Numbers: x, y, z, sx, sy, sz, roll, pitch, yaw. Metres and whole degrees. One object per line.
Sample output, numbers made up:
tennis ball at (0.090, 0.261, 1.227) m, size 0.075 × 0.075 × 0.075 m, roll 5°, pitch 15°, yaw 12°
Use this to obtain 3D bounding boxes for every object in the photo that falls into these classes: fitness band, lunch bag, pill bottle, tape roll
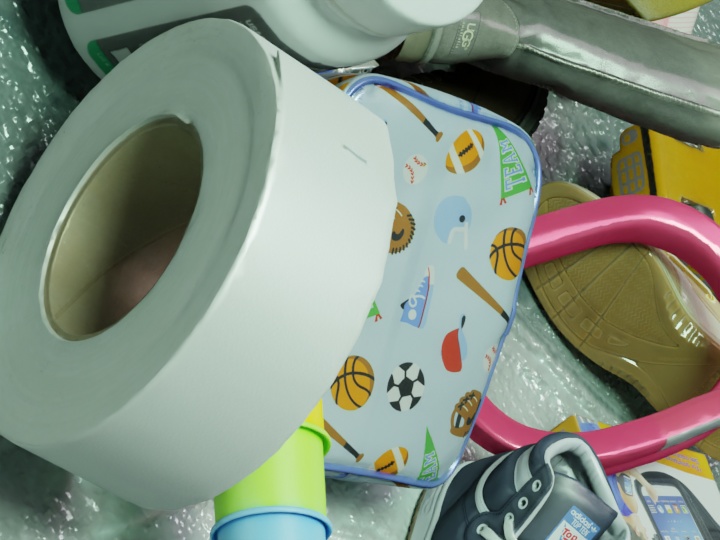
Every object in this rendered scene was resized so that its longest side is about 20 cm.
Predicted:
fitness band at (0.127, 0.035, 1.307) m, size 0.199 × 0.037 × 0.144 m, roll -16°, pitch 68°, yaw -21°
lunch bag at (0.000, 0.000, 1.167) m, size 0.159 × 0.075 × 0.202 m, roll 14°, pitch 88°, yaw -41°
pill bottle at (-0.038, -0.142, 1.099) m, size 0.113 × 0.199 × 0.114 m, roll 4°, pitch 83°, yaw -43°
tape roll at (-0.077, -0.004, 1.037) m, size 0.071 × 0.202 × 0.204 m, roll 32°, pitch 49°, yaw -33°

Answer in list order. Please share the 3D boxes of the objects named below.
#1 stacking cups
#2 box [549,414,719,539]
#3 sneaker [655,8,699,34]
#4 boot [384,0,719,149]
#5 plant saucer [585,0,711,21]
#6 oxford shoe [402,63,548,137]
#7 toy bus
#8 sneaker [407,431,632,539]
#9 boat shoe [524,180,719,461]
stacking cups at (-0.032, 0.128, 1.031) m, size 0.060 × 0.060 × 0.202 m, roll 19°, pitch 53°, yaw -41°
box at (0.169, 0.179, 1.304) m, size 0.119 × 0.041 × 0.201 m, roll 19°, pitch 41°, yaw -42°
sneaker at (0.151, -0.205, 1.498) m, size 0.104 × 0.075 × 0.202 m, roll 1°, pitch 77°, yaw -43°
boot at (0.094, -0.133, 1.304) m, size 0.198 × 0.073 × 0.182 m, roll 6°, pitch 29°, yaw -20°
plant saucer at (0.081, -0.198, 1.324) m, size 0.200 × 0.199 × 0.049 m, roll 36°, pitch 76°, yaw -53°
oxford shoe at (0.048, -0.086, 1.325) m, size 0.084 × 0.073 × 0.201 m, roll 42°, pitch 42°, yaw -16°
toy bus at (0.219, -0.028, 1.477) m, size 0.199 × 0.078 × 0.066 m, roll 19°, pitch 58°, yaw -41°
sneaker at (0.068, 0.164, 1.181) m, size 0.070 × 0.108 × 0.201 m, roll 39°, pitch 45°, yaw -27°
boat shoe at (0.164, 0.025, 1.403) m, size 0.200 × 0.074 × 0.069 m, roll 48°, pitch 18°, yaw -7°
